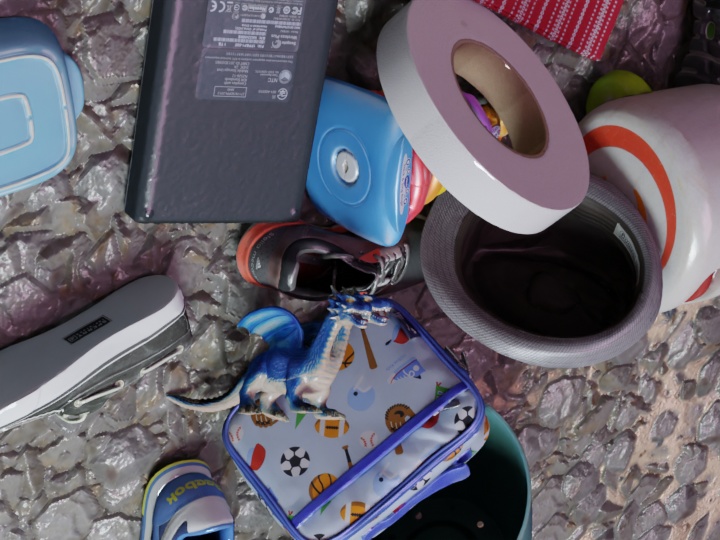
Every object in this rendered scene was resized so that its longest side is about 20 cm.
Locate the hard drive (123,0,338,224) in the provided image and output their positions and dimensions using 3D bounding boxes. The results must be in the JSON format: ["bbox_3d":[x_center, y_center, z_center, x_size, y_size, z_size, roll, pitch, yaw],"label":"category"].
[{"bbox_3d":[-0.092,-0.132,1.152,0.138,0.033,0.202,-2,113,-32],"label":"hard drive"}]

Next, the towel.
[{"bbox_3d":[0.151,-0.266,1.263,0.199,0.022,0.146,18,95,-41],"label":"towel"}]

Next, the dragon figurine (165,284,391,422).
[{"bbox_3d":[-0.059,0.063,1.212,0.059,0.199,0.101,17,72,-47],"label":"dragon figurine"}]

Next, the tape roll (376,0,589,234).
[{"bbox_3d":[0.095,-0.122,1.195,0.202,0.204,0.037,20,135,-40],"label":"tape roll"}]

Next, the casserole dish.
[{"bbox_3d":[-0.270,-0.094,1.047,0.199,0.039,0.122,-19,122,-25],"label":"casserole dish"}]

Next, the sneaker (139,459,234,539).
[{"bbox_3d":[-0.142,0.257,1.283,0.073,0.082,0.202,-12,120,-32],"label":"sneaker"}]

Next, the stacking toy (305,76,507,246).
[{"bbox_3d":[0.060,-0.103,1.246,0.199,0.109,0.117,-20,124,-40],"label":"stacking toy"}]

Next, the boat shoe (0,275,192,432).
[{"bbox_3d":[-0.209,0.078,1.154,0.199,0.071,0.064,-29,125,-22],"label":"boat shoe"}]

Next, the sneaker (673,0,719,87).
[{"bbox_3d":[0.347,-0.198,1.407,0.115,0.075,0.202,-10,117,-34],"label":"sneaker"}]

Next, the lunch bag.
[{"bbox_3d":[0.003,0.127,1.263,0.199,0.160,0.076,-38,155,-7],"label":"lunch bag"}]

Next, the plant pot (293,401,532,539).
[{"bbox_3d":[0.056,0.221,1.335,0.200,0.200,0.161,-41,148,-11],"label":"plant pot"}]

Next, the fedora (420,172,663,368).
[{"bbox_3d":[0.147,0.005,1.294,0.090,0.198,0.178,90,19,-65],"label":"fedora"}]

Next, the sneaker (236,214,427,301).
[{"bbox_3d":[0.000,0.000,1.253,0.199,0.082,0.078,-5,115,-35],"label":"sneaker"}]

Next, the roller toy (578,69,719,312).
[{"bbox_3d":[0.271,-0.061,1.348,0.139,0.182,0.202,-13,120,-32],"label":"roller toy"}]
